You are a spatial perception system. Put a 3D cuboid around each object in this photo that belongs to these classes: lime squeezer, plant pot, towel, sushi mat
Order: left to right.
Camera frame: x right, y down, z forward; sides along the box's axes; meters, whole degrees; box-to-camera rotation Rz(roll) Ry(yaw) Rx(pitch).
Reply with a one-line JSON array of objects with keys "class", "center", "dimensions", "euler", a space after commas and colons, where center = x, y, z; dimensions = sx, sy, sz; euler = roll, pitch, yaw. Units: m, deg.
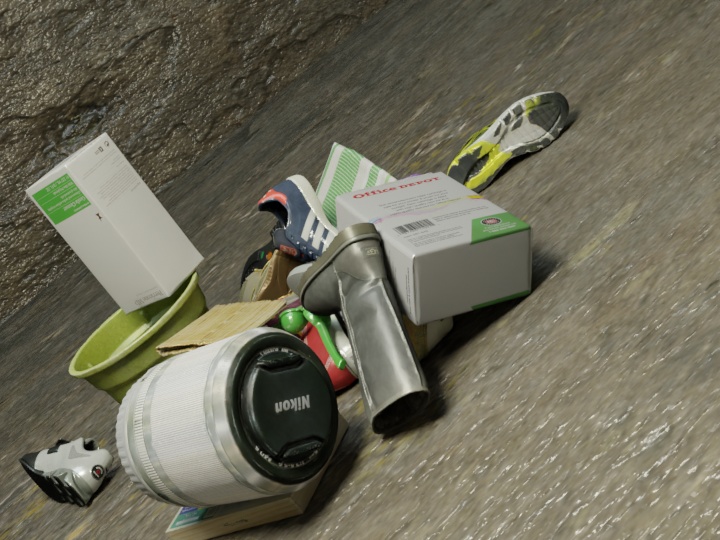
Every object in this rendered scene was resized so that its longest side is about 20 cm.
[{"class": "plant pot", "center": [-0.234, 0.132, 1.342], "dimensions": [0.199, 0.185, 0.201], "euler": [-32, 19, 12]}, {"class": "sushi mat", "center": [-0.154, 0.063, 1.215], "dimensions": [0.095, 0.012, 0.200], "euler": [-6, 10, 13]}, {"class": "lime squeezer", "center": [-0.071, 0.075, 1.243], "dimensions": [0.199, 0.038, 0.071], "euler": [2, 81, 49]}, {"class": "towel", "center": [-0.013, -0.085, 1.503], "dimensions": [0.200, 0.023, 0.154], "euler": [42, 115, 52]}]

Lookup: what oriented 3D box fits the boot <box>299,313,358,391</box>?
[{"class": "boot", "center": [-0.075, 0.109, 1.290], "dimensions": [0.144, 0.073, 0.200], "euler": [-38, 22, 3]}]

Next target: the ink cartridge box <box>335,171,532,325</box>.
[{"class": "ink cartridge box", "center": [0.076, -0.030, 1.166], "dimensions": [0.144, 0.085, 0.200], "euler": [-14, 27, -21]}]

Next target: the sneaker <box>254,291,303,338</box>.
[{"class": "sneaker", "center": [-0.098, 0.082, 1.400], "dimensions": [0.075, 0.091, 0.199], "euler": [-32, -9, 35]}]

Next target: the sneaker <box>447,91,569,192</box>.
[{"class": "sneaker", "center": [0.201, -0.190, 1.486], "dimensions": [0.199, 0.075, 0.085], "euler": [-34, 18, 9]}]

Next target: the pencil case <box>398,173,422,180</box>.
[{"class": "pencil case", "center": [0.034, -0.079, 1.528], "dimensions": [0.199, 0.084, 0.086], "euler": [-14, 52, 53]}]

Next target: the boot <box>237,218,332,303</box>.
[{"class": "boot", "center": [-0.116, 0.004, 1.550], "dimensions": [0.201, 0.072, 0.155], "euler": [-63, 14, -1]}]

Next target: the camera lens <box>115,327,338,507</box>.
[{"class": "camera lens", "center": [-0.133, 0.153, 1.063], "dimensions": [0.199, 0.160, 0.160], "euler": [-20, 25, 41]}]

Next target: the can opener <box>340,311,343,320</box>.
[{"class": "can opener", "center": [0.017, 0.068, 1.224], "dimensions": [0.078, 0.064, 0.200], "euler": [-32, 19, 12]}]

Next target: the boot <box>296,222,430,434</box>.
[{"class": "boot", "center": [0.003, 0.074, 1.106], "dimensions": [0.072, 0.201, 0.182], "euler": [-13, -22, -23]}]

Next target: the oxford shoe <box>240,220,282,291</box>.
[{"class": "oxford shoe", "center": [-0.126, -0.006, 1.671], "dimensions": [0.200, 0.084, 0.073], "euler": [-43, 46, 40]}]

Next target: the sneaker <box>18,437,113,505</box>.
[{"class": "sneaker", "center": [-0.416, 0.280, 1.509], "dimensions": [0.199, 0.074, 0.089], "euler": [1, 40, 47]}]

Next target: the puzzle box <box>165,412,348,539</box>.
[{"class": "puzzle box", "center": [-0.113, 0.226, 1.145], "dimensions": [0.199, 0.025, 0.133], "euler": [-23, 24, 37]}]

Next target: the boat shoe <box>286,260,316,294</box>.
[{"class": "boat shoe", "center": [0.000, 0.000, 1.358], "dimensions": [0.198, 0.071, 0.064], "euler": [-4, 47, 26]}]

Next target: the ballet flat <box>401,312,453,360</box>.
[{"class": "ballet flat", "center": [0.077, 0.043, 1.186], "dimensions": [0.070, 0.071, 0.201], "euler": [-28, 22, 26]}]

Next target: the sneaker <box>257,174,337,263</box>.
[{"class": "sneaker", "center": [-0.070, -0.032, 1.432], "dimensions": [0.084, 0.201, 0.075], "euler": [-28, -20, -23]}]

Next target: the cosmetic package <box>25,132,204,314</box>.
[{"class": "cosmetic package", "center": [-0.301, -0.055, 1.304], "dimensions": [0.107, 0.201, 0.085], "euler": [-21, 21, 43]}]
